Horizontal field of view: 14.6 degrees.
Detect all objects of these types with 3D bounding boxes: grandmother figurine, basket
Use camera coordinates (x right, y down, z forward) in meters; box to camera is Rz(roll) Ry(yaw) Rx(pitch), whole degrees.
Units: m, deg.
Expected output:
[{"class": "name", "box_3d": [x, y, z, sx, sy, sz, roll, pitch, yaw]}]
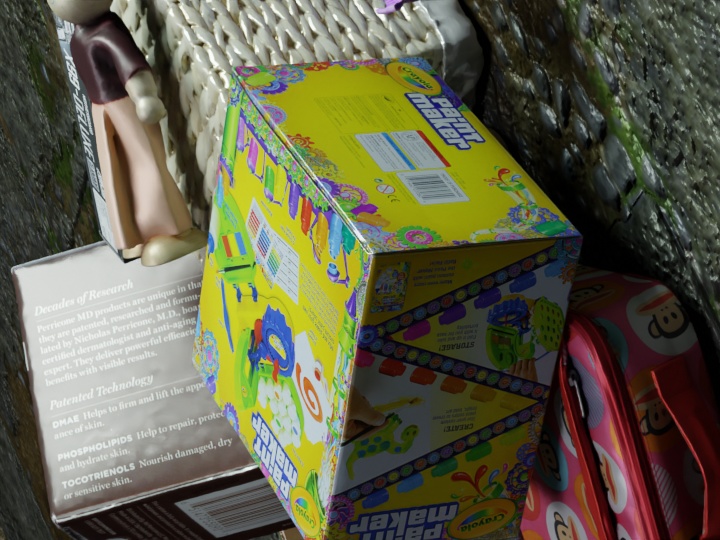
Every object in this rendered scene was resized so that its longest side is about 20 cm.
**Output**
[{"class": "grandmother figurine", "box_3d": [-0.142, -0.104, 1.641, 0.121, 0.060, 0.200, 7, 117, 61]}, {"class": "basket", "box_3d": [-0.044, -0.119, 1.689, 0.198, 0.161, 0.200, 59, 158, 33]}]

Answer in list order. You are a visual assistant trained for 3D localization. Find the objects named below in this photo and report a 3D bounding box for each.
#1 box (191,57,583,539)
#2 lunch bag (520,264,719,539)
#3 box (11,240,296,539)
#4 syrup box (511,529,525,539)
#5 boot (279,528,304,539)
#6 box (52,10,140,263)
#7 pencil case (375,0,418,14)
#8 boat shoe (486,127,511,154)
[{"class": "box", "box_3d": [0.006, 0.017, 1.512, 0.200, 0.122, 0.193, -127, 39, -49]}, {"class": "lunch bag", "box_3d": [0.145, 0.101, 1.511, 0.176, 0.082, 0.200, 13, 122, 64]}, {"class": "box", "box_3d": [-0.138, 0.091, 2.049, 0.166, 0.164, 0.200, 53, -157, -66]}, {"class": "syrup box", "box_3d": [0.076, 0.179, 1.633, 0.081, 0.079, 0.200, 37, -147, -52]}, {"class": "boot", "box_3d": [-0.038, 0.229, 2.216, 0.175, 0.066, 0.200, -12, 98, 60]}, {"class": "box", "box_3d": [-0.113, -0.122, 1.892, 0.050, 0.157, 0.200, 45, 150, 52]}, {"class": "pencil case", "box_3d": [0.014, -0.235, 1.508, 0.200, 0.085, 0.084, 70, 161, 3]}, {"class": "boat shoe", "box_3d": [0.075, 0.021, 1.634, 0.200, 0.070, 0.070, 69, 159, -2]}]
